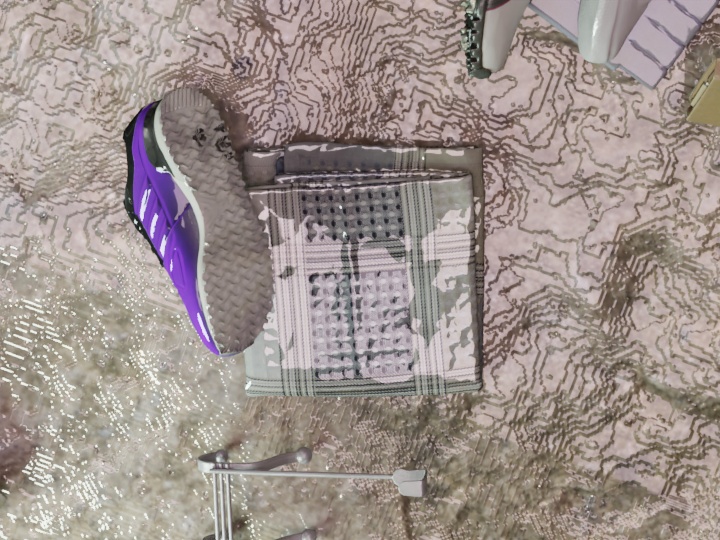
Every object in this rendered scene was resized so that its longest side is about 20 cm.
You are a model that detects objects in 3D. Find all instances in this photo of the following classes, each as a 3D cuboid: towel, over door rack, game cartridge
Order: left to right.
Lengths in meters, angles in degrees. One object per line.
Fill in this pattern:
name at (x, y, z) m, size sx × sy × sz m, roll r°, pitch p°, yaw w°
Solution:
over door rack at (-0.028, 0.218, 1.629) m, size 0.199 × 0.067 × 0.149 m, roll 3°, pitch 103°, yaw 26°
towel at (0.000, 0.000, 1.607) m, size 0.191 × 0.035 × 0.201 m, roll -1°, pitch 101°, yaw 6°
game cartridge at (0.171, -0.239, 1.544) m, size 0.200 × 0.038 × 0.130 m, roll 37°, pitch 106°, yaw -3°

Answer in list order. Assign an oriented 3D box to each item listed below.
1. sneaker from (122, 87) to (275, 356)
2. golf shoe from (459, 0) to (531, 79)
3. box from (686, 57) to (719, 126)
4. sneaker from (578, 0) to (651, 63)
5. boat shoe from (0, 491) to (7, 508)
sneaker at (-0.131, -0.032, 1.588) m, size 0.099 × 0.069 × 0.201 m, roll -12°, pitch 93°, yaw 49°
golf shoe at (0.124, -0.229, 1.498) m, size 0.088 × 0.077 × 0.201 m, roll 13°, pitch 103°, yaw -5°
box at (0.338, -0.112, 1.487) m, size 0.199 × 0.164 × 0.021 m, roll 10°, pitch 84°, yaw 3°
sneaker at (0.217, -0.237, 1.493) m, size 0.088 × 0.075 × 0.201 m, roll 16°, pitch 101°, yaw -10°
boat shoe at (-0.362, 0.131, 1.660) m, size 0.062 × 0.072 × 0.200 m, roll -43°, pitch 99°, yaw -13°
